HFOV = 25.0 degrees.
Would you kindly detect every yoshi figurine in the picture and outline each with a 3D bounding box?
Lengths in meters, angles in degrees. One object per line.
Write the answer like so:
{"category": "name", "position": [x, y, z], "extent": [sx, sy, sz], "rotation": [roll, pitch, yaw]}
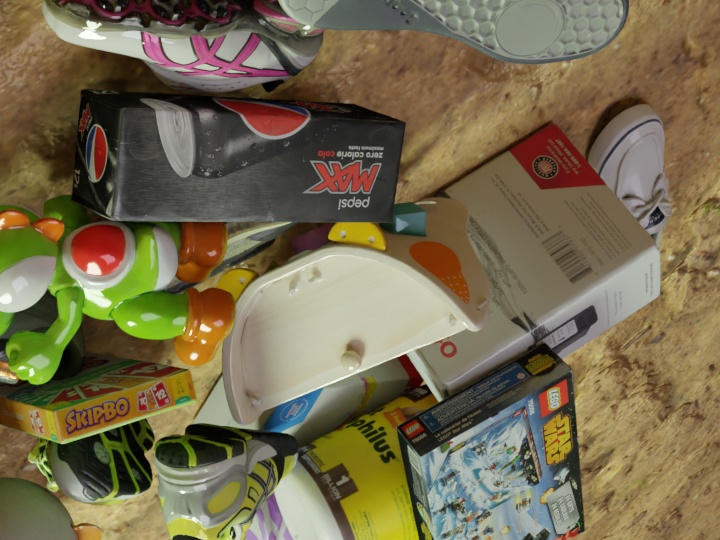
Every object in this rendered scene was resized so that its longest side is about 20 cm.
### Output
{"category": "yoshi figurine", "position": [-0.183, 0.009, 0.983], "extent": [0.198, 0.112, 0.113], "rotation": [7, 105, -30]}

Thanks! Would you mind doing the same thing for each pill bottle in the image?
{"category": "pill bottle", "position": [0.036, 0.161, 1.315], "extent": [0.199, 0.110, 0.110], "rotation": [-25, 148, -20]}

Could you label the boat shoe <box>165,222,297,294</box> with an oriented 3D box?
{"category": "boat shoe", "position": [-0.089, -0.041, 1.093], "extent": [0.200, 0.072, 0.066], "rotation": [-32, 172, -11]}

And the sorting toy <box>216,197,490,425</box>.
{"category": "sorting toy", "position": [0.000, 0.000, 1.156], "extent": [0.199, 0.108, 0.180], "rotation": [-24, -168, 26]}

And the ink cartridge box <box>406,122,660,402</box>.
{"category": "ink cartridge box", "position": [0.112, 0.003, 1.269], "extent": [0.199, 0.146, 0.084], "rotation": [-32, 151, -7]}

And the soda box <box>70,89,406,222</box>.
{"category": "soda box", "position": [-0.072, -0.069, 0.991], "extent": [0.198, 0.063, 0.072], "rotation": [-1, 106, -34]}

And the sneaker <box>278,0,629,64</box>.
{"category": "sneaker", "position": [0.048, -0.192, 0.917], "extent": [0.200, 0.147, 0.077], "rotation": [8, 131, -15]}

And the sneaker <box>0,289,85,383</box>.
{"category": "sneaker", "position": [-0.257, 0.037, 1.015], "extent": [0.199, 0.080, 0.074], "rotation": [-1, 138, -42]}

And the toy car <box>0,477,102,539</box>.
{"category": "toy car", "position": [-0.262, 0.191, 1.057], "extent": [0.199, 0.185, 0.177], "rotation": [19, 123, -27]}

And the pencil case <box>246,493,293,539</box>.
{"category": "pencil case", "position": [-0.031, 0.208, 1.472], "extent": [0.199, 0.086, 0.084], "rotation": [-17, 147, -31]}

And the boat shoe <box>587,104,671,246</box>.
{"category": "boat shoe", "position": [0.238, -0.062, 1.384], "extent": [0.073, 0.066, 0.201], "rotation": [-29, 149, -10]}

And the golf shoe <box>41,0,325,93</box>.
{"category": "golf shoe", "position": [-0.100, -0.134, 0.940], "extent": [0.199, 0.073, 0.092], "rotation": [-4, 139, -43]}

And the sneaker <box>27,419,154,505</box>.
{"category": "sneaker", "position": [-0.194, 0.134, 1.144], "extent": [0.076, 0.076, 0.200], "rotation": [-32, -177, 2]}

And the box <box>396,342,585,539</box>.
{"category": "box", "position": [0.105, 0.164, 1.258], "extent": [0.136, 0.040, 0.201], "rotation": [-27, 136, -16]}

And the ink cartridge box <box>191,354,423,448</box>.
{"category": "ink cartridge box", "position": [-0.028, 0.108, 1.351], "extent": [0.199, 0.067, 0.117], "rotation": [-3, 137, -44]}

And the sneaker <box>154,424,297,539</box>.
{"category": "sneaker", "position": [-0.100, 0.154, 1.165], "extent": [0.075, 0.077, 0.200], "rotation": [3, -179, 17]}

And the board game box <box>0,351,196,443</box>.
{"category": "board game box", "position": [-0.195, 0.082, 1.085], "extent": [0.095, 0.030, 0.199], "rotation": [-16, -173, -30]}
